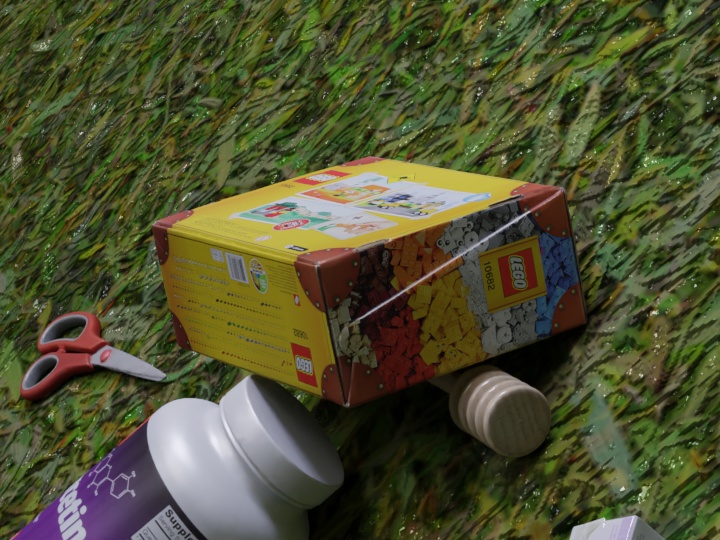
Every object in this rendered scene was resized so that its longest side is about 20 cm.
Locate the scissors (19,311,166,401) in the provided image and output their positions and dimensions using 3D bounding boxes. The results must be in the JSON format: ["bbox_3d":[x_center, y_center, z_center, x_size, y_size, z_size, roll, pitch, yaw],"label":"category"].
[{"bbox_3d":[-0.177,0.053,1.482,0.200,0.014,0.073,-11,44,52],"label":"scissors"}]

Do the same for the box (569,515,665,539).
[{"bbox_3d":[0.089,0.196,0.892,0.039,0.041,0.200,-19,41,45],"label":"box"}]

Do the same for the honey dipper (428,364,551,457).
[{"bbox_3d":[0.039,0.054,1.146,0.038,0.038,0.200,-52,26,-5],"label":"honey dipper"}]

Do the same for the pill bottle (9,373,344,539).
[{"bbox_3d":[-0.107,0.147,1.160,0.200,0.112,0.113,-41,29,15],"label":"pill bottle"}]

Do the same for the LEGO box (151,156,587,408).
[{"bbox_3d":[0.000,0.000,1.150,0.149,0.077,0.200,-18,15,-26],"label":"LEGO box"}]
